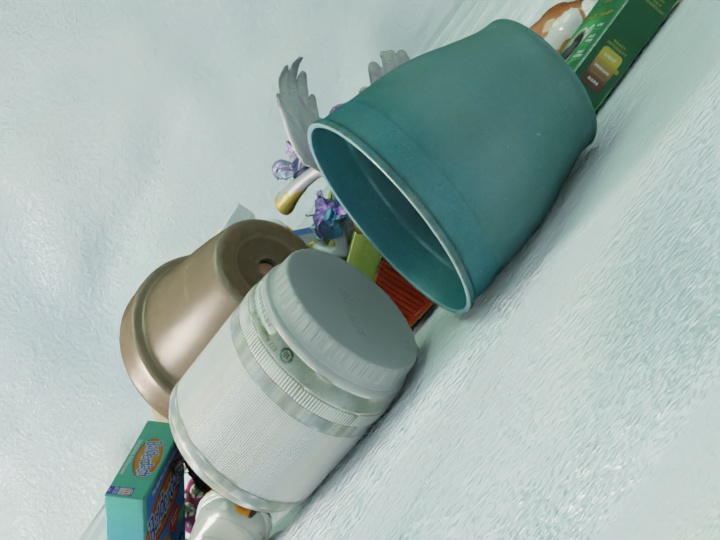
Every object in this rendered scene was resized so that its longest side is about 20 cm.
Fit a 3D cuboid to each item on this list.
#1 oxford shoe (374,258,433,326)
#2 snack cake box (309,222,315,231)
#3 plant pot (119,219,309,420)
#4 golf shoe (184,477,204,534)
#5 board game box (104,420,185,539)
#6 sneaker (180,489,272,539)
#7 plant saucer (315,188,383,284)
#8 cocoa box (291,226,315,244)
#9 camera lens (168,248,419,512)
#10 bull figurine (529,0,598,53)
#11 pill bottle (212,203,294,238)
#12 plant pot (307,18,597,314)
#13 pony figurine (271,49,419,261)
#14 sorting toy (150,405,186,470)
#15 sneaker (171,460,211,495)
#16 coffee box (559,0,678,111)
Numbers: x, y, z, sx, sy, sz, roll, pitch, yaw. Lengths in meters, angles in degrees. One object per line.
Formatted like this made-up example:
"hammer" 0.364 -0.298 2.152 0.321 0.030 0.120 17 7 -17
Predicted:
"oxford shoe" 0.079 -0.019 1.301 0.201 0.071 0.072 -56 -22 2
"snack cake box" 0.048 -0.093 1.540 0.201 0.115 0.067 -54 13 -7
"plant pot" -0.124 0.040 1.329 0.175 0.199 0.201 -53 5 47
"golf shoe" -0.147 0.214 1.548 0.201 0.075 0.092 -53 4 -5
"board game box" -0.226 0.286 1.409 0.152 0.044 0.203 -69 -17 -65
"sneaker" -0.144 0.284 1.247 0.201 0.075 0.093 -57 10 46
"plant saucer" 0.000 0.000 1.400 0.199 0.047 0.203 6 79 68
"cocoa box" -0.108 0.063 1.597 0.133 0.132 0.200 -14 -28 -53
"camera lens" -0.064 0.102 1.181 0.200 0.159 0.160 -50 8 24
"bull figurine" 0.209 -0.244 1.452 0.200 0.065 0.121 -43 3 24
"pill bottle" -0.105 0.004 1.750 0.112 0.199 0.112 -51 8 10
"plant pot" 0.088 -0.102 1.110 0.188 0.201 0.200 -42 5 -12
"pony figurine" -0.014 -0.102 1.286 0.165 0.196 0.199 -15 -4 -31
"sorting toy" -0.192 0.114 1.539 0.201 0.036 0.186 -56 44 33
"sneaker" -0.116 0.162 1.419 0.201 0.113 0.075 -56 8 -19
"coffee box" 0.212 -0.188 1.247 0.201 0.044 0.123 -54 8 0
